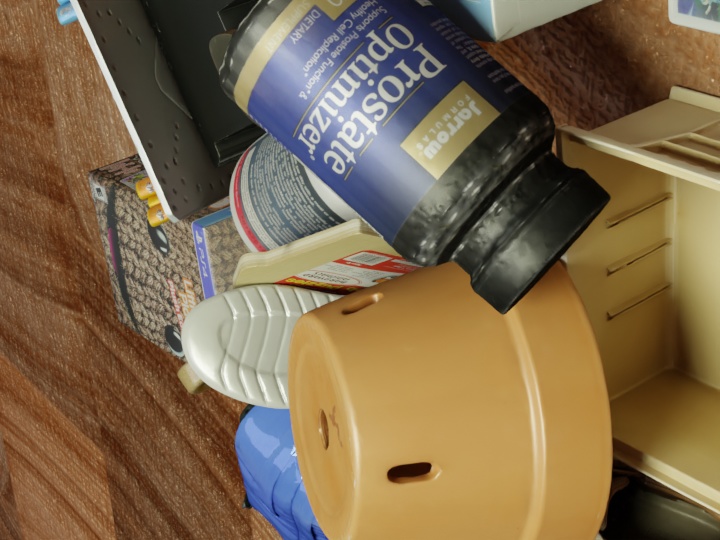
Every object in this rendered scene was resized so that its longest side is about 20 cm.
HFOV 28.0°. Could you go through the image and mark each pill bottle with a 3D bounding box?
[{"bbox_3d":[0.031,-0.074,0.769,0.200,0.112,0.112,42,145,8],"label":"pill bottle"},{"bbox_3d":[-0.002,-0.074,1.008,0.200,0.120,0.120,-29,86,59],"label":"pill bottle"}]

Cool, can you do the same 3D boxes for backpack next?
[{"bbox_3d":[0.008,0.138,1.069,0.168,0.163,0.200,38,160,24],"label":"backpack"}]

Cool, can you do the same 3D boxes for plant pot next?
[{"bbox_3d":[0.041,0.083,0.855,0.200,0.140,0.200,173,90,-73],"label":"plant pot"}]

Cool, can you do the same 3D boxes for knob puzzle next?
[{"bbox_3d":[0.000,0.000,0.993,0.220,0.220,0.030,-30,59,59],"label":"knob puzzle"}]

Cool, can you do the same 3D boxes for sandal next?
[{"bbox_3d":[-0.019,0.052,0.978,0.050,0.202,0.083,134,135,-79],"label":"sandal"}]

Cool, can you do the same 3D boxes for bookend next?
[{"bbox_3d":[-0.068,-0.201,1.048,0.200,0.092,0.199,-17,98,57],"label":"bookend"}]

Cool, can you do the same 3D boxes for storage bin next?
[{"bbox_3d":[0.211,0.025,0.782,0.199,0.094,0.200,27,131,46],"label":"storage bin"}]

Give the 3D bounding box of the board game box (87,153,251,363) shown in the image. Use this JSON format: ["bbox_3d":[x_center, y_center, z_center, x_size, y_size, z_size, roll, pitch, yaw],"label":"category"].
[{"bbox_3d":[-0.139,-0.008,1.280,0.200,0.097,0.160,24,130,48],"label":"board game box"}]

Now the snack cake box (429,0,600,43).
[{"bbox_3d":[0.051,-0.193,0.852,0.200,0.115,0.067,21,128,48],"label":"snack cake box"}]

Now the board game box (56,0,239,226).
[{"bbox_3d":[-0.152,-0.146,1.124,0.026,0.200,0.200,-21,97,22],"label":"board game box"}]

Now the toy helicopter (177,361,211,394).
[{"bbox_3d":[-0.068,0.058,1.121,0.132,0.200,0.079,-41,76,40],"label":"toy helicopter"}]

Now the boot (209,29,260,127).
[{"bbox_3d":[-0.032,-0.136,0.937,0.200,0.075,0.074,12,135,58],"label":"boot"}]

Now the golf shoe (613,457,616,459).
[{"bbox_3d":[0.137,0.093,0.982,0.200,0.078,0.097,25,150,52],"label":"golf shoe"}]

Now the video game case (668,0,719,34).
[{"bbox_3d":[0.221,-0.198,0.684,0.182,0.023,0.200,26,133,46],"label":"video game case"}]

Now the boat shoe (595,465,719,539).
[{"bbox_3d":[0.157,0.153,0.931,0.200,0.076,0.072,11,146,28],"label":"boat shoe"}]
